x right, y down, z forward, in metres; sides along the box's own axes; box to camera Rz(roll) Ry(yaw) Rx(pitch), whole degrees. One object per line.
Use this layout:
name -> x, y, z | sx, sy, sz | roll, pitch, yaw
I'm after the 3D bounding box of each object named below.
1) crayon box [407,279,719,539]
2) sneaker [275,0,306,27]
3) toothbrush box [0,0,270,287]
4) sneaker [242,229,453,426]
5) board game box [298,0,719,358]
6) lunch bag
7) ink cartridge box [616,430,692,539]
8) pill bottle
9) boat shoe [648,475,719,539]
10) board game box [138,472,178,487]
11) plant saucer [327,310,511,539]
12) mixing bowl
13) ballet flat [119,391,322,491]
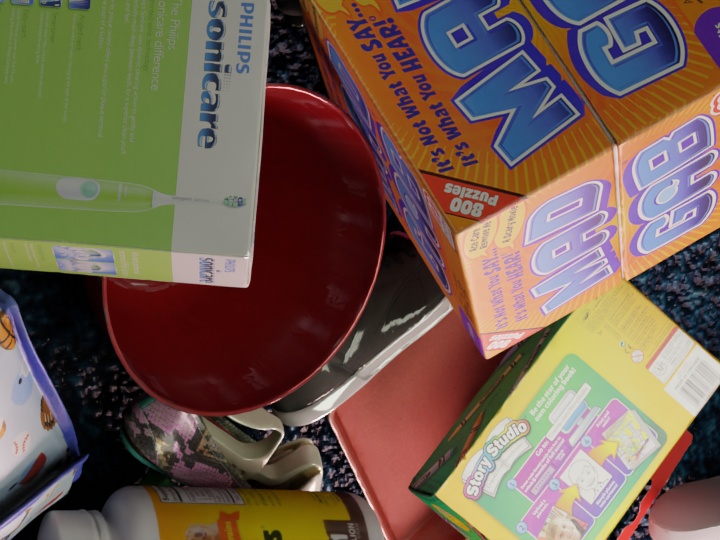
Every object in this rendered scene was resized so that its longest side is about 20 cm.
crayon box -> 0.141, 0.106, 1.577 | 0.119, 0.058, 0.200 | 40, 81, -14
sneaker -> 0.009, -0.239, 1.422 | 0.200, 0.071, 0.098 | -47, 123, -11
toothbrush box -> -0.151, -0.076, 1.245 | 0.199, 0.086, 0.146 | 4, 78, -2
sneaker -> 0.000, 0.000, 1.506 | 0.200, 0.071, 0.099 | -44, 125, -21
board game box -> 0.103, -0.108, 1.380 | 0.199, 0.200, 0.200 | -30, 157, -4
lunch bag -> -0.250, 0.109, 1.313 | 0.170, 0.124, 0.200 | -39, 143, -22
ink cartridge box -> 0.182, 0.161, 1.705 | 0.161, 0.050, 0.200 | -56, 141, -5
pill bottle -> -0.091, 0.185, 1.405 | 0.199, 0.109, 0.110 | 3, 105, -20
boat shoe -> 0.297, 0.195, 1.827 | 0.200, 0.072, 0.066 | -18, 117, -45
board game box -> -0.142, 0.251, 1.464 | 0.153, 0.040, 0.200 | 46, 74, -14
plant saucer -> 0.066, 0.089, 1.604 | 0.200, 0.037, 0.200 | -43, 136, -20
mixing bowl -> -0.094, -0.024, 1.392 | 0.200, 0.108, 0.201 | -14, 115, -34
ballet flat -> -0.069, 0.123, 1.484 | 0.071, 0.069, 0.200 | -36, 135, 14
